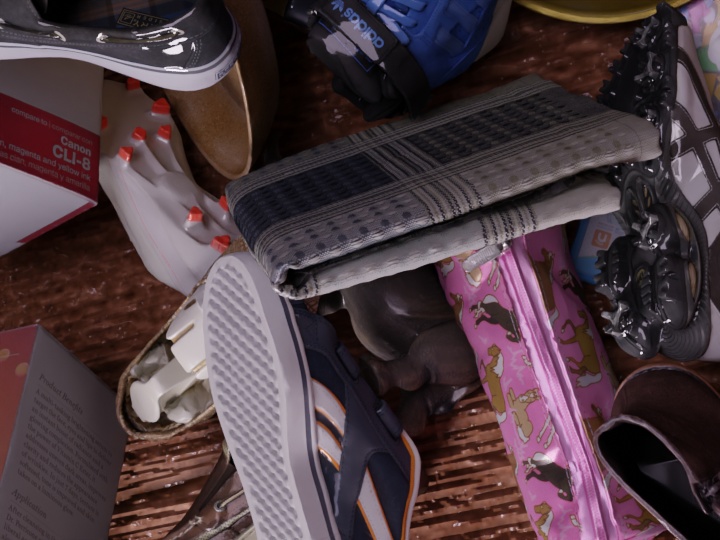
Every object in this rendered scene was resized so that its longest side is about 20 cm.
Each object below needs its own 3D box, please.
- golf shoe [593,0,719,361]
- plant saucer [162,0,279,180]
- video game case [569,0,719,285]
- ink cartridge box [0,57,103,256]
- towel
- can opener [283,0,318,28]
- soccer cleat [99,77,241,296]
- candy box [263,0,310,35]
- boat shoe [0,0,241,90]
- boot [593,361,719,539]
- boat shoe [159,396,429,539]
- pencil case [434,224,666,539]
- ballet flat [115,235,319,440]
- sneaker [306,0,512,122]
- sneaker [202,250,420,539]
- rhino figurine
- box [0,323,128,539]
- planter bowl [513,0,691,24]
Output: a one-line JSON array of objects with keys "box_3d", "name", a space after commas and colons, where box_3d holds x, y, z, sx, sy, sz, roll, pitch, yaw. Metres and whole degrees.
[{"box_3d": [0.170, -0.042, 0.800, 0.078, 0.094, 0.202, 135, 144, -57], "name": "golf shoe"}, {"box_3d": [-0.094, -0.152, 0.910, 0.035, 0.201, 0.201, -24, 71, -16], "name": "plant saucer"}, {"box_3d": [0.203, -0.072, 0.828, 0.142, 0.018, 0.202, 19, 93, 26], "name": "video game case"}, {"box_3d": [-0.249, -0.128, 0.941, 0.145, 0.144, 0.202, -23, 59, 40], "name": "ink cartridge box"}, {"box_3d": [0.036, -0.045, 0.792, 0.198, 0.193, 0.035, -20, 108, -7], "name": "towel"}, {"box_3d": [-0.012, -0.237, 0.871, 0.201, 0.078, 0.063, -66, 23, 8], "name": "can opener"}, {"box_3d": [-0.125, -0.042, 0.959, 0.200, 0.069, 0.078, 48, 138, 31], "name": "soccer cleat"}, {"box_3d": [0.007, -0.233, 0.920, 0.115, 0.055, 0.201, 30, 98, 25], "name": "candy box"}, {"box_3d": [-0.156, -0.143, 0.802, 0.198, 0.057, 0.069, 12, 67, 14], "name": "boat shoe"}, {"box_3d": [0.185, 0.131, 0.721, 0.072, 0.166, 0.200, -44, 82, 17], "name": "boot"}, {"box_3d": [-0.062, 0.132, 0.904, 0.201, 0.075, 0.075, -25, 81, 9], "name": "boat shoe"}, {"box_3d": [0.099, 0.058, 0.818, 0.083, 0.086, 0.202, -26, 79, 45], "name": "pencil case"}, {"box_3d": [-0.086, 0.047, 0.880, 0.071, 0.065, 0.200, 48, 140, 8], "name": "ballet flat"}, {"box_3d": [0.026, -0.146, 0.805, 0.111, 0.200, 0.077, -40, 76, -16], "name": "sneaker"}, {"box_3d": [-0.023, 0.083, 0.814, 0.078, 0.079, 0.202, -6, 98, 55], "name": "sneaker"}, {"box_3d": [0.000, 0.000, 0.888, 0.201, 0.087, 0.060, 57, 149, 21], "name": "rhino figurine"}, {"box_3d": [-0.240, 0.153, 0.925, 0.151, 0.106, 0.201, -12, 51, 24], "name": "box"}, {"box_3d": [0.124, -0.234, 0.808, 0.198, 0.083, 0.203, 0, 90, 15], "name": "planter bowl"}]
